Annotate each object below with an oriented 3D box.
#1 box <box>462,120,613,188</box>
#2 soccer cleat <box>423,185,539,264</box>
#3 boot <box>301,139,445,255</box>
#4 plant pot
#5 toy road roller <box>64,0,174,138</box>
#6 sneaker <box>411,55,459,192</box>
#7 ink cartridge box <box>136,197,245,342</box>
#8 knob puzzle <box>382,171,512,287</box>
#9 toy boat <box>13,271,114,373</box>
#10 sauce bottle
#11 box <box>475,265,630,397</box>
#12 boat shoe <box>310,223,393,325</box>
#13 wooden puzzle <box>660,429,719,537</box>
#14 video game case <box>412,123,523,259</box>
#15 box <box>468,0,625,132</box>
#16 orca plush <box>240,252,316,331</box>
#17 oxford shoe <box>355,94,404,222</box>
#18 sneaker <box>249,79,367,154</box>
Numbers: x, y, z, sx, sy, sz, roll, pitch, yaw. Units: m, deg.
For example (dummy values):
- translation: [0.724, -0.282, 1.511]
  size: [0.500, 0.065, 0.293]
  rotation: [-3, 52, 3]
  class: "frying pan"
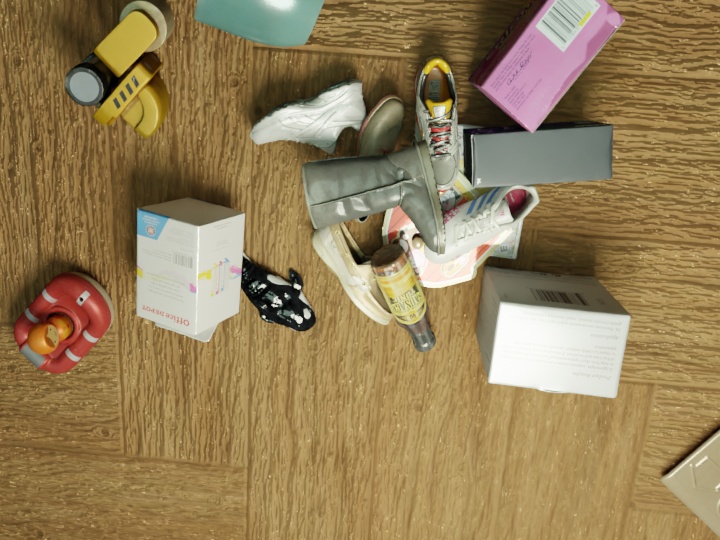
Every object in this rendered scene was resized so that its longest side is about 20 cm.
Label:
- translation: [0.254, -0.174, 0.985]
  size: [0.193, 0.142, 0.081]
  rotation: [-3, 107, 4]
  class: "box"
- translation: [0.185, -0.077, 1.022]
  size: [0.197, 0.086, 0.071]
  rotation: [-34, 103, -3]
  class: "soccer cleat"
- translation: [0.021, -0.093, 0.995]
  size: [0.194, 0.073, 0.187]
  rotation: [-14, 91, 4]
  class: "boot"
- translation: [-0.125, -0.415, 0.940]
  size: [0.157, 0.201, 0.204]
  rotation: [22, 108, -15]
  class: "plant pot"
- translation: [-0.339, -0.303, 1.027]
  size: [0.199, 0.124, 0.146]
  rotation: [-40, 115, 15]
  class: "toy road roller"
- translation: [0.112, -0.222, 1.011]
  size: [0.075, 0.082, 0.207]
  rotation: [-6, 93, 2]
  class: "sneaker"
- translation: [-0.278, 0.001, 1.090]
  size: [0.125, 0.125, 0.206]
  rotation: [15, 110, 22]
  class: "ink cartridge box"
- translation: [0.120, -0.056, 1.086]
  size: [0.212, 0.031, 0.226]
  rotation: [1, 107, 4]
  class: "knob puzzle"
- translation: [-0.525, 0.100, 1.151]
  size: [0.131, 0.131, 0.200]
  rotation: [44, 105, -10]
  class: "toy boat"
- translation: [0.078, 0.051, 1.100]
  size: [0.065, 0.067, 0.203]
  rotation: [-22, 124, 10]
  class: "sauce bottle"
- translation: [0.292, 0.090, 1.054]
  size: [0.193, 0.200, 0.135]
  rotation: [6, 106, 2]
  class: "box"
- translation: [0.000, 0.000, 1.113]
  size: [0.069, 0.074, 0.201]
  rotation: [-36, 101, 20]
  class: "boat shoe"
- translation: [0.667, 0.365, 1.194]
  size: [0.184, 0.046, 0.200]
  rotation: [41, 110, -8]
  class: "wooden puzzle"
- translation: [0.183, -0.130, 1.087]
  size: [0.176, 0.023, 0.206]
  rotation: [7, 107, 2]
  class: "video game case"
- translation: [0.248, -0.305, 0.936]
  size: [0.096, 0.201, 0.177]
  rotation: [37, 107, -7]
  class: "box"
- translation: [-0.155, 0.035, 1.136]
  size: [0.104, 0.071, 0.203]
  rotation: [-30, 103, 12]
  class: "orca plush"
- translation: [0.029, -0.171, 1.049]
  size: [0.069, 0.075, 0.204]
  rotation: [5, 118, -33]
  class: "oxford shoe"
- translation: [-0.078, -0.224, 1.052]
  size: [0.195, 0.078, 0.102]
  rotation: [-17, 109, 10]
  class: "sneaker"
